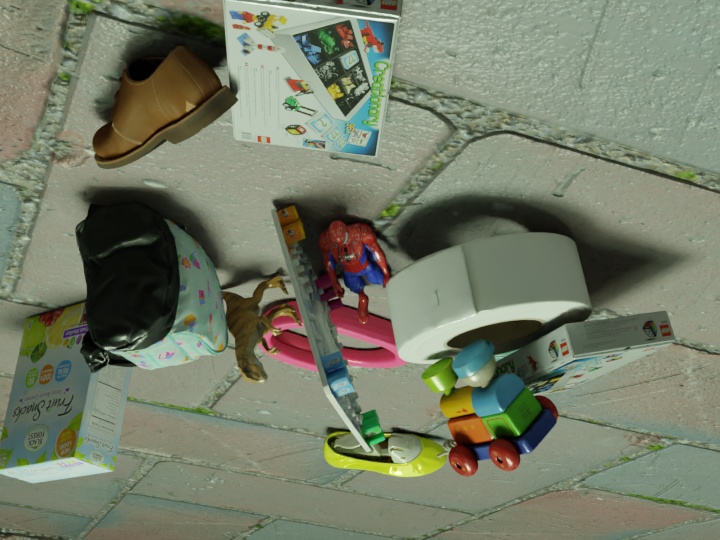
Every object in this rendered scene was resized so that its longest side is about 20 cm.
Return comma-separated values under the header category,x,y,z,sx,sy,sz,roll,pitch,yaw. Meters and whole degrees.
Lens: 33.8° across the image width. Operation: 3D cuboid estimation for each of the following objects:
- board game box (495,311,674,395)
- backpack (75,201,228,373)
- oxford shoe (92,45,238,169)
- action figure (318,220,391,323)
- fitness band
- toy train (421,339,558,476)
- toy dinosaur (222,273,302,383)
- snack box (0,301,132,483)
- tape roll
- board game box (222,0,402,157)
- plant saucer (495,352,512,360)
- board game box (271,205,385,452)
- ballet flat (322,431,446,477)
category,x,y,z,sx,sy,sz,roll,pitch,yaw
board game box,0.213,0.093,1.225,0.124,0.035,0.200,-6,163,-26
backpack,-0.211,0.032,1.221,0.124,0.170,0.200,-3,162,6
oxford shoe,-0.172,-0.135,0.959,0.199,0.071,0.072,-16,115,52
action figure,0.000,0.000,1.225,0.064,0.053,0.201,-9,151,12
fitness band,-0.033,0.086,1.446,0.197,0.038,0.143,18,153,-29
toy train,0.101,0.140,1.212,0.117,0.084,0.199,55,148,-8
toy dinosaur,-0.128,0.046,1.318,0.105,0.201,0.061,-24,123,-6
snack box,-0.357,0.148,1.449,0.167,0.203,0.067,-15,150,38
tape roll,0.126,0.031,1.175,0.199,0.072,0.203,-10,163,-3
board game box,-0.038,-0.154,0.900,0.124,0.035,0.201,7,157,-1
plant saucer,0.177,0.107,1.460,0.196,0.028,0.201,5,157,2
board game box,-0.029,0.061,1.194,0.025,0.203,0.201,-20,153,3
ballet flat,0.034,0.280,1.846,0.196,0.068,0.068,1,143,12
